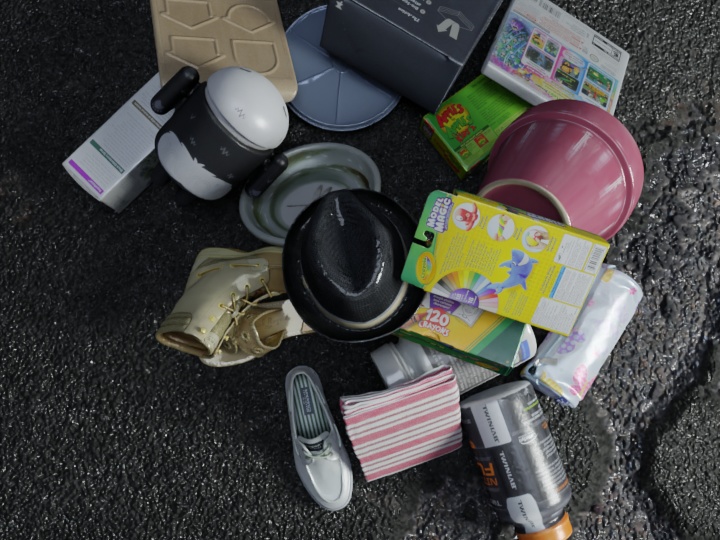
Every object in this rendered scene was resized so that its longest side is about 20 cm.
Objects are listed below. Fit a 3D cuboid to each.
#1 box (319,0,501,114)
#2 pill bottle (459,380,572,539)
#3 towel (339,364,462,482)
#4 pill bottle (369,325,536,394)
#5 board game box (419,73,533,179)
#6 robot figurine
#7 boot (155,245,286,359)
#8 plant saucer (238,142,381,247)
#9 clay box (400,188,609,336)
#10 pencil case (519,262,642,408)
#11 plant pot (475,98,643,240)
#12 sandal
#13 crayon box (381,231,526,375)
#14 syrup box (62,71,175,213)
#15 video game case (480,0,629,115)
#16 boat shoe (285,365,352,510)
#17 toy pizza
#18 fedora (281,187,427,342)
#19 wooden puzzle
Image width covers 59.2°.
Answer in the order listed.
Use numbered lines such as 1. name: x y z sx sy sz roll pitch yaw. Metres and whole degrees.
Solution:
1. box: 0.078 -0.364 0.884 0.196 0.117 0.200 31 66 0
2. pill bottle: 0.210 0.256 0.838 0.106 0.106 0.201 -19 83 -3
3. towel: 0.058 0.200 0.817 0.146 0.200 0.030 -17 48 -3
4. pill bottle: 0.122 0.108 0.852 0.199 0.114 0.114 -26 84 -5
5. board game box: 0.197 -0.236 0.931 0.200 0.048 0.102 -37 84 -6
6. robot figurine: -0.184 -0.173 0.828 0.200 0.150 0.125 -38 62 24
7. boot: -0.155 0.042 0.825 0.199 0.073 0.156 4 48 20
8. plant saucer: -0.067 -0.096 0.884 0.199 0.050 0.201 -6 49 7
9. clay box: 0.155 -0.013 0.705 0.199 0.048 0.115 19 108 0
10. pencil case: 0.302 0.088 0.872 0.091 0.083 0.200 38 82 -17
11. plant pot: 0.235 -0.094 0.806 0.200 0.200 0.179 45 47 5
12. sandal: -0.131 0.076 0.874 0.211 0.070 0.078 -17 83 -3
13. crayon box: 0.107 0.038 0.788 0.199 0.058 0.119 18 73 12
14. syrup box: -0.311 -0.183 0.900 0.081 0.079 0.200 44 84 5
15. video game case: 0.284 -0.297 0.908 0.200 0.024 0.182 29 63 -8
16. boat shoe: -0.064 0.229 0.857 0.073 0.067 0.201 -20 83 -3
17. toy pizza: -0.028 -0.300 0.945 0.199 0.032 0.201 0 81 -1
18. fedora: -0.010 -0.021 0.740 0.200 0.092 0.201 -2 70 5
19. wooden puzzle: -0.196 -0.321 0.899 0.185 0.046 0.201 -5 69 -21
